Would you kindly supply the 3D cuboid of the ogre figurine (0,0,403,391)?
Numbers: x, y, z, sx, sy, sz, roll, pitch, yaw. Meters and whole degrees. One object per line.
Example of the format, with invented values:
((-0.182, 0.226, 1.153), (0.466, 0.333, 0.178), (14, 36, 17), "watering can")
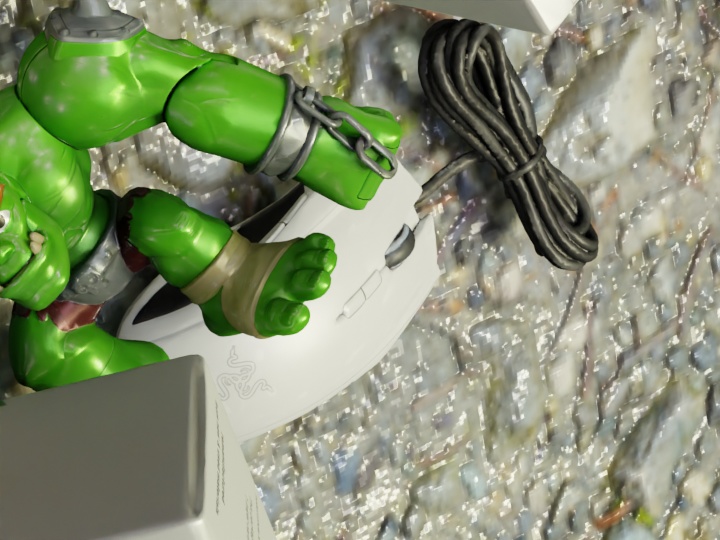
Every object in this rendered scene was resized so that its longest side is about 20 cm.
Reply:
((-0.095, -0.003, 0.917), (0.120, 0.200, 0.098), (40, 32, -22), "ogre figurine")

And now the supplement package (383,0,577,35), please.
((0.002, -0.162, 0.888), (0.114, 0.200, 0.110), (-51, 126, -17), "supplement package")

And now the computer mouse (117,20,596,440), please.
((0.000, 0.000, 1.019), (0.200, 0.044, 0.110), (-39, 122, -24), "computer mouse")

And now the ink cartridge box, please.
((-0.087, 0.140, 0.915), (0.146, 0.083, 0.201), (-13, 126, 8), "ink cartridge box")
